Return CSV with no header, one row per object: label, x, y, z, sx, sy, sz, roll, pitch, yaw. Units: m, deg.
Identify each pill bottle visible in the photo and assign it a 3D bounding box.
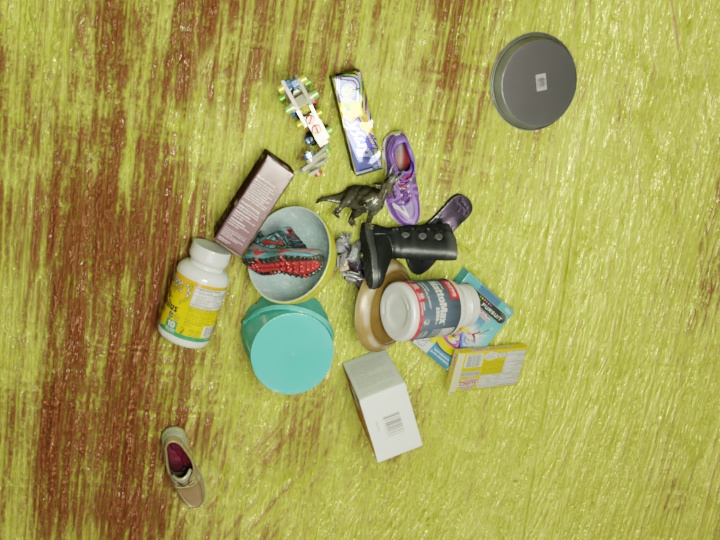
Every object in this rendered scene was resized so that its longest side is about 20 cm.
pill bottle,-0.334,0.045,1.649,0.111,0.113,0.204,18,102,-15
pill bottle,0.149,0.078,1.678,0.197,0.119,0.123,-4,109,-36

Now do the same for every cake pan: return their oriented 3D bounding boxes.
cake pan,0.372,-0.396,1.702,0.195,0.037,0.205,-3,106,-10

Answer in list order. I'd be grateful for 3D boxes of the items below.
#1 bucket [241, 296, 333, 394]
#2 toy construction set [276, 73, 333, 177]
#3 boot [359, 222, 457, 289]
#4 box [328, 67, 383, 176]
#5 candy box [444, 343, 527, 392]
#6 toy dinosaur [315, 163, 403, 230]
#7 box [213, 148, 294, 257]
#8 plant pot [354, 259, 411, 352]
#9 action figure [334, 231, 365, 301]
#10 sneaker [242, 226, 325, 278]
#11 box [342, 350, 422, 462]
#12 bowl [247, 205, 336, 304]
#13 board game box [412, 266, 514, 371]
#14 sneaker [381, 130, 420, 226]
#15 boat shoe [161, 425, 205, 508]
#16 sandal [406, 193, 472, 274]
bucket,-0.150,0.151,1.703,0.202,0.135,0.212,-4,107,-12
toy construction set,-0.101,-0.290,1.590,0.090,0.131,0.204,-16,108,-5
boot,0.105,-0.031,1.655,0.195,0.168,0.066,4,142,-13
box,-0.008,-0.301,1.637,0.063,0.070,0.204,-16,108,-4
candy box,0.287,0.220,1.830,0.196,0.026,0.104,-1,118,-29
toy dinosaur,0.001,-0.143,1.666,0.197,0.103,0.078,-7,130,37
box,-0.216,-0.138,1.627,0.074,0.100,0.202,34,97,-17
plant pot,0.058,0.077,1.715,0.198,0.027,0.205,-20,116,-48
action figure,0.000,0.000,1.708,0.068,0.131,0.202,-8,128,31
sneaker,-0.146,-0.046,1.569,0.079,0.196,0.097,43,58,-47
box,0.045,0.286,1.745,0.104,0.200,0.155,-19,109,-6
bowl,-0.124,-0.021,1.663,0.201,0.200,0.107,-51,151,7
board game box,0.227,0.120,1.815,0.150,0.047,0.201,37,96,-18
sneaker,0.085,-0.186,1.682,0.079,0.084,0.204,-14,109,-6
boat shoe,-0.393,0.445,1.775,0.073,0.066,0.204,-19,108,-5
sandal,0.167,-0.080,1.748,0.075,0.043,0.202,34,97,-18
